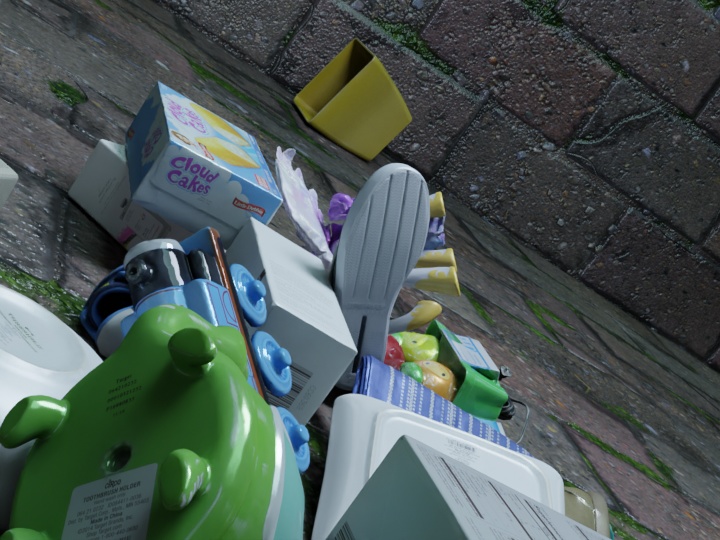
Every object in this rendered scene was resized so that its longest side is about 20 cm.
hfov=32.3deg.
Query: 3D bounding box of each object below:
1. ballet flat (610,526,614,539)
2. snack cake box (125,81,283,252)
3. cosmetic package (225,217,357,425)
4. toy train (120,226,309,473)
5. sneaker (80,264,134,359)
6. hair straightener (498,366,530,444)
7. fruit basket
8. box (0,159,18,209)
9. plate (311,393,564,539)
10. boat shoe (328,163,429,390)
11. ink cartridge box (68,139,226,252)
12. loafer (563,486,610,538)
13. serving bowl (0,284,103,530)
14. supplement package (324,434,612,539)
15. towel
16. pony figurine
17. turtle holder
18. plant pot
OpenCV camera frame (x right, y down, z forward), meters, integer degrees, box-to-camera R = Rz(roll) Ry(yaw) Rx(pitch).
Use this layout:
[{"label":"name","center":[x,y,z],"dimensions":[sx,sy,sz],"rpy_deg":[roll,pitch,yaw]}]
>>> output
[{"label":"ballet flat","center":[0.135,0.209,1.122],"dimensions":[0.200,0.074,0.074],"rpy_deg":[35,11,-14]},{"label":"snack cake box","center":[-0.149,-0.096,1.142],"dimensions":[0.115,0.067,0.200],"rpy_deg":[30,13,-22]},{"label":"cosmetic package","center":[-0.078,0.049,0.997],"dimensions":[0.081,0.113,0.200],"rpy_deg":[31,10,-21]},{"label":"toy train","center":[-0.098,0.065,0.795],"dimensions":[0.114,0.086,0.201],"rpy_deg":[34,34,-61]},{"label":"sneaker","center":[-0.166,0.021,0.946],"dimensions":[0.082,0.074,0.200],"rpy_deg":[28,12,-24]},{"label":"hair straightener","center":[0.132,0.134,1.350],"dimensions":[0.041,0.077,0.200],"rpy_deg":[32,12,-23]},{"label":"fruit basket","center":[0.042,0.091,1.224],"dimensions":[0.199,0.094,0.185],"rpy_deg":[28,13,-20]},{"label":"box","center":[-0.322,-0.062,0.831],"dimensions":[0.082,0.069,0.200],"rpy_deg":[38,12,13]},{"label":"plate","center":[0.069,0.171,0.906],"dimensions":[0.199,0.032,0.200],"rpy_deg":[21,29,-7]},{"label":"boat shoe","center":[0.000,0.000,1.053],"dimensions":[0.072,0.201,0.071],"rpy_deg":[10,17,-23]},{"label":"ink cartridge box","center":[-0.167,-0.035,1.179],"dimensions":[0.200,0.068,0.116],"rpy_deg":[41,13,23]},{"label":"loafer","center":[0.157,0.241,0.966],"dimensions":[0.067,0.076,0.200],"rpy_deg":[21,26,-7]},{"label":"serving bowl","center":[-0.207,0.056,0.697],"dimensions":[0.200,0.066,0.200],"rpy_deg":[33,12,-8]},{"label":"supplement package","center":[0.077,0.217,0.650],"dimensions":[0.200,0.152,0.151],"rpy_deg":[30,12,-28]},{"label":"towel","center":[0.069,0.168,1.021],"dimensions":[0.200,0.024,0.145],"rpy_deg":[33,39,-20]},{"label":"pony figurine","center":[-0.013,-0.011,1.174],"dimensions":[0.167,0.199,0.194],"rpy_deg":[72,9,-47]},{"label":"turtle holder","center":[-0.098,0.107,0.622],"dimensions":[0.132,0.141,0.186],"rpy_deg":[52,-1,-39]},{"label":"plant pot","center":[-0.003,-0.360,2.725],"dimensions":[0.176,0.200,0.200],"rpy_deg":[43,7,-24]}]
